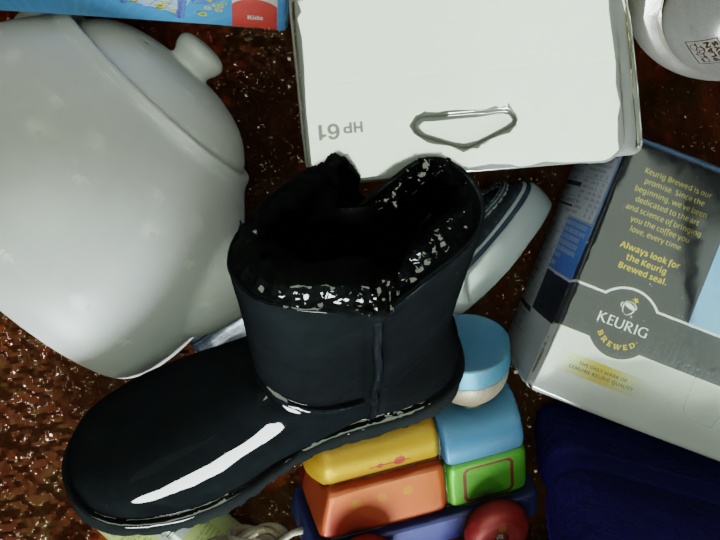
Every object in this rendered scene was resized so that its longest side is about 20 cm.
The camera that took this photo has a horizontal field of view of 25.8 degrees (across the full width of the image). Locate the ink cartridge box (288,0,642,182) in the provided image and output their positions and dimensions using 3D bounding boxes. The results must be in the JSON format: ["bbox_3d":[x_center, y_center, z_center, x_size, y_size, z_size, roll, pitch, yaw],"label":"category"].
[{"bbox_3d":[0.043,-0.090,0.748,0.144,0.200,0.085,-6,97,0],"label":"ink cartridge box"}]

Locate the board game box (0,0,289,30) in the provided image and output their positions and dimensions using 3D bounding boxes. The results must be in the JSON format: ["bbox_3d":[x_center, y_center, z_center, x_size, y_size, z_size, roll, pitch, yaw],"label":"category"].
[{"bbox_3d":[-0.124,-0.210,0.747,0.195,0.056,0.201,3,54,-1],"label":"board game box"}]

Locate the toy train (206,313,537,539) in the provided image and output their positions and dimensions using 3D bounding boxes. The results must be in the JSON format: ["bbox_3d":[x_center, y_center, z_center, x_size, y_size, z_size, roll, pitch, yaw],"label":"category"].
[{"bbox_3d":[-0.013,0.095,0.783,0.199,0.085,0.116,-13,127,-10],"label":"toy train"}]

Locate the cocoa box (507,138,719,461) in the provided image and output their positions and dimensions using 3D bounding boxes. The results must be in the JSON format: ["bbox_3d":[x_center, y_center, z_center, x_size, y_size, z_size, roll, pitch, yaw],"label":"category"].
[{"bbox_3d":[0.190,0.024,0.796,0.199,0.133,0.132,21,95,-3],"label":"cocoa box"}]

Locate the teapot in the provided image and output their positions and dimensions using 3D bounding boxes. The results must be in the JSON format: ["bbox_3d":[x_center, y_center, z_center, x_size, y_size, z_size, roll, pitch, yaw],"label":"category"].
[{"bbox_3d":[-0.127,-0.058,0.759,0.146,0.197,0.200,-48,126,4],"label":"teapot"}]

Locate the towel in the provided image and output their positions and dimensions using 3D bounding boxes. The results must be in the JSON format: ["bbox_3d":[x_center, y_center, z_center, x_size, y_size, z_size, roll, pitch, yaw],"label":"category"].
[{"bbox_3d":[0.158,0.134,0.775,0.147,0.200,0.050,15,106,-1],"label":"towel"}]

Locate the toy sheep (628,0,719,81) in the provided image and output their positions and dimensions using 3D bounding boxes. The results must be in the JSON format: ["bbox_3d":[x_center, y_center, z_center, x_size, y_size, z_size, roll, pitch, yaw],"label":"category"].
[{"bbox_3d":[0.168,-0.153,0.703,0.137,0.201,0.138,2,135,2],"label":"toy sheep"}]

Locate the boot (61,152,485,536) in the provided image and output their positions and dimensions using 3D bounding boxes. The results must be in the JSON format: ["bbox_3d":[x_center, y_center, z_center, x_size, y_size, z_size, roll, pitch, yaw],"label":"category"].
[{"bbox_3d":[-0.044,0.030,0.664,0.199,0.168,0.077,-19,62,-7],"label":"boot"}]

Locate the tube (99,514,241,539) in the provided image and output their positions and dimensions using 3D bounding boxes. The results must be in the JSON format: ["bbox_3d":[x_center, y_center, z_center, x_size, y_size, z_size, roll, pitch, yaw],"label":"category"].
[{"bbox_3d":[-0.065,0.176,0.856,0.200,0.052,0.058,42,136,-8],"label":"tube"}]

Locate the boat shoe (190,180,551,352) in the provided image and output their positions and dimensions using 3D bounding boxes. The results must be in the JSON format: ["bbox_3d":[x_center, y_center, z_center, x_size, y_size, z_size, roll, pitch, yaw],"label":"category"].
[{"bbox_3d":[0.000,0.000,0.821,0.200,0.071,0.091,-40,99,5],"label":"boat shoe"}]
